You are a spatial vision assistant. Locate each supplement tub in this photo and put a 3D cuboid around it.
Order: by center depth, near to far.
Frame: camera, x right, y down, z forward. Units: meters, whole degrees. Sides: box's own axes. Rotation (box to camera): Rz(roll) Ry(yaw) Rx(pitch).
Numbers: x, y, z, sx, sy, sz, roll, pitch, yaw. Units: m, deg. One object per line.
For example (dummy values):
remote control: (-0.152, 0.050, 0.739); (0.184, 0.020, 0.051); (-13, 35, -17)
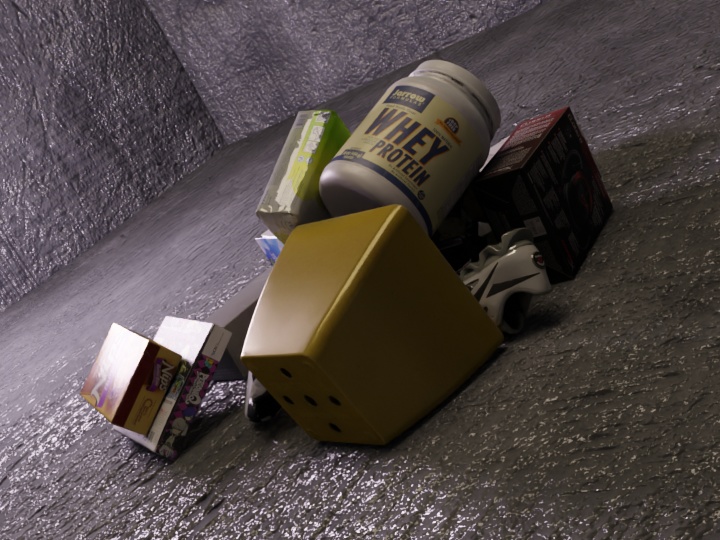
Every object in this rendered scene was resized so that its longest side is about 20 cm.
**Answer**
supplement tub: (0.061, -0.131, 1.169); (0.200, 0.145, 0.145); (-53, 24, -21)

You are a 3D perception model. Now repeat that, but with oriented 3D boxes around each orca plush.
orca plush: (-0.093, 0.108, 1.191); (0.071, 0.201, 0.105); (5, 29, -9)

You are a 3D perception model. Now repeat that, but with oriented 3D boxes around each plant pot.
plant pot: (-0.006, 0.074, 1.073); (0.199, 0.200, 0.177); (-8, 38, 52)

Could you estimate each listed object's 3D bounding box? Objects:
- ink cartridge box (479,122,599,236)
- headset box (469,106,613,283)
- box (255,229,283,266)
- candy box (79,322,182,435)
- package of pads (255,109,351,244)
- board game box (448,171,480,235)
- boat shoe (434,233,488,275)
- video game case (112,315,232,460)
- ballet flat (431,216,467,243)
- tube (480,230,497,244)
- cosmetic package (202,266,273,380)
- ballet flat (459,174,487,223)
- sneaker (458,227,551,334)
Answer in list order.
ink cartridge box: (0.219, -0.133, 1.467); (0.199, 0.085, 0.146); (-33, 16, -10)
headset box: (0.228, -0.095, 1.222); (0.075, 0.149, 0.200); (-15, 23, 38)
box: (-0.080, -0.016, 1.566); (0.048, 0.122, 0.200); (-40, 19, -21)
candy box: (-0.320, 0.145, 1.386); (0.200, 0.056, 0.117); (8, 72, 64)
package of pads: (-0.039, -0.080, 1.249); (0.068, 0.200, 0.155); (7, 65, 32)
board game box: (0.094, -0.054, 1.322); (0.135, 0.035, 0.200); (-32, -25, -10)
boat shoe: (0.055, 0.011, 1.192); (0.199, 0.075, 0.093); (-29, -8, 14)
video game case: (-0.261, 0.154, 1.376); (0.200, 0.036, 0.182); (0, 64, 61)
ballet flat: (0.061, 0.011, 1.260); (0.200, 0.066, 0.057); (-46, -1, 18)
tube: (0.109, 0.010, 1.307); (0.199, 0.052, 0.058); (-28, -22, 23)
cosmetic package: (-0.153, 0.073, 1.495); (0.200, 0.090, 0.107); (-44, 20, -33)
ballet flat: (0.188, -0.082, 1.289); (0.070, 0.071, 0.200); (-23, -14, 20)
sneaker: (0.134, 0.043, 1.117); (0.074, 0.089, 0.200); (-11, -24, -38)
